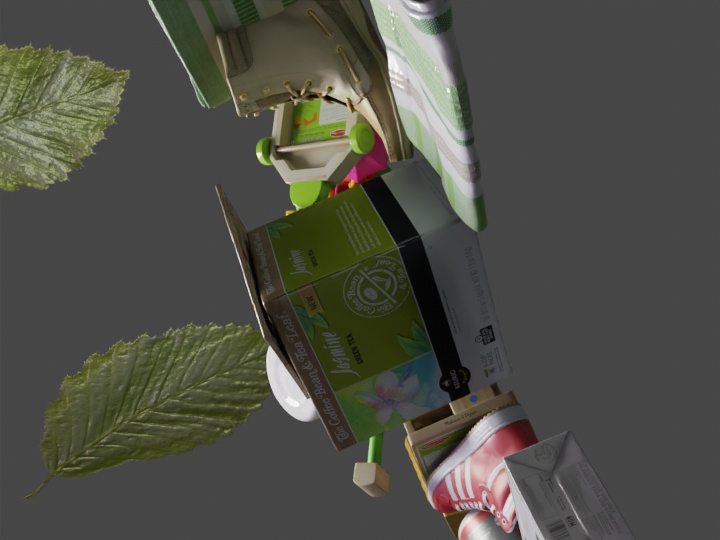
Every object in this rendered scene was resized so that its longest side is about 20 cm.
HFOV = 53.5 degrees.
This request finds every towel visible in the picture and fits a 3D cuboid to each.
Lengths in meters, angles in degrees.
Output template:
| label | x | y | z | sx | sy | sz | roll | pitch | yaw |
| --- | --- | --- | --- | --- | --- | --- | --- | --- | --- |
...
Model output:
| label | x | y | z | sx | sy | sz | roll | pitch | yaw |
| --- | --- | --- | --- | --- | --- | --- | --- | --- | --- |
| towel | 0.043 | -0.137 | 0.521 | 0.200 | 0.031 | 0.150 | 69 | 179 | -48 |
| towel | -0.107 | -0.275 | 0.740 | 0.023 | 0.200 | 0.153 | 44 | 165 | 35 |

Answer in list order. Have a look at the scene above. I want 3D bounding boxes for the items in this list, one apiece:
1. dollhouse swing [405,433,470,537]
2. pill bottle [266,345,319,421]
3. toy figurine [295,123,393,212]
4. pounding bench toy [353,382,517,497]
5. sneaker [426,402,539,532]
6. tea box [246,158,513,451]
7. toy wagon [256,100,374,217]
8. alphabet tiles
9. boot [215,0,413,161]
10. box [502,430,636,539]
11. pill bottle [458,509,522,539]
| label | x | y | z | sx | sy | sz | roll | pitch | yaw |
| --- | --- | --- | --- | --- | --- | --- | --- | --- | --- |
| dollhouse swing | 0.174 | 0.376 | 1.220 | 0.200 | 0.181 | 0.177 | -115 | 23 | -51 |
| pill bottle | -0.013 | 0.109 | 0.931 | 0.112 | 0.199 | 0.113 | 23 | 122 | 43 |
| toy figurine | -0.005 | -0.158 | 0.899 | 0.184 | 0.149 | 0.201 | 103 | 171 | -65 |
| pounding bench toy | 0.066 | 0.158 | 0.849 | 0.124 | 0.199 | 0.156 | 68 | 178 | -50 |
| sneaker | 0.141 | 0.242 | 0.764 | 0.113 | 0.071 | 0.200 | 62 | 145 | 34 |
| tea box | 0.020 | 0.033 | 0.698 | 0.134 | 0.196 | 0.201 | -115 | 2 | -56 |
| toy wagon | -0.050 | -0.149 | 0.797 | 0.039 | 0.155 | 0.201 | 13 | -100 | -50 |
| alphabet tiles | -0.090 | 0.033 | 0.710 | 0.200 | 0.008 | 0.168 | 73 | 175 | -61 |
| boot | -0.045 | -0.175 | 0.701 | 0.073 | 0.155 | 0.201 | 78 | 169 | -82 |
| box | 0.180 | 0.238 | 0.597 | 0.117 | 0.060 | 0.201 | -114 | 2 | -46 |
| pill bottle | 0.196 | 0.357 | 0.790 | 0.200 | 0.115 | 0.116 | -114 | 2 | -48 |
